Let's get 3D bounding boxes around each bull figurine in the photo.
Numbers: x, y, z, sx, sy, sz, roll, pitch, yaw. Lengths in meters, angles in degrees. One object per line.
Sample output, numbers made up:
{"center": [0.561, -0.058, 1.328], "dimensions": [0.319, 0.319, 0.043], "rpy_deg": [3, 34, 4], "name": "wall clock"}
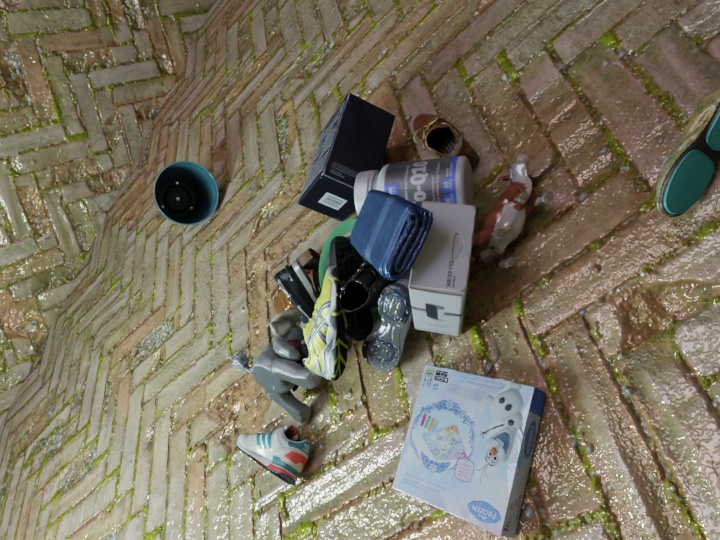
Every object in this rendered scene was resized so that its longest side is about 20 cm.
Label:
{"center": [0.248, -0.094, 0.901], "dimensions": [0.121, 0.065, 0.201], "rpy_deg": [-119, 54, -82], "name": "bull figurine"}

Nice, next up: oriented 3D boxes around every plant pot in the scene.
{"center": [-0.584, -0.241, 1.795], "dimensions": [0.188, 0.199, 0.202], "rpy_deg": [0, 66, 63], "name": "plant pot"}

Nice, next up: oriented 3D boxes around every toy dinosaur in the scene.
{"center": [0.149, -0.162, 1.043], "dimensions": [0.200, 0.088, 0.047], "rpy_deg": [-44, 3, 36], "name": "toy dinosaur"}

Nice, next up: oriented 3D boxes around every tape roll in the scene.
{"center": [0.000, 0.000, 1.080], "dimensions": [0.199, 0.048, 0.202], "rpy_deg": [-2, 87, 44], "name": "tape roll"}

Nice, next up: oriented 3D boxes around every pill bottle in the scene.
{"center": [0.096, -0.139, 0.984], "dimensions": [0.198, 0.114, 0.115], "rpy_deg": [-3, 63, 21], "name": "pill bottle"}

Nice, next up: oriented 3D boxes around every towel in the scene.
{"center": [0.043, -0.058, 0.828], "dimensions": [0.112, 0.048, 0.200], "rpy_deg": [-65, 22, 9], "name": "towel"}

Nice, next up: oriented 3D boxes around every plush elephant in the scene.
{"center": [-0.141, 0.177, 1.110], "dimensions": [0.199, 0.166, 0.155], "rpy_deg": [24, 42, 17], "name": "plush elephant"}

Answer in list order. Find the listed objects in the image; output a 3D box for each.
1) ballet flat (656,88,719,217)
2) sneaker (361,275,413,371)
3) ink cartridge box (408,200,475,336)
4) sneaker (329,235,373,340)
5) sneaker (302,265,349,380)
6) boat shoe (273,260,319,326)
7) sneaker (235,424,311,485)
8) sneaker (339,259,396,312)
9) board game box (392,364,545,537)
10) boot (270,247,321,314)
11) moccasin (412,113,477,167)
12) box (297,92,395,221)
{"center": [0.454, -0.161, 0.747], "dimensions": [0.071, 0.070, 0.201], "rpy_deg": [34, 94, 50], "name": "ballet flat"}
{"center": [0.063, 0.097, 0.968], "dimensions": [0.074, 0.087, 0.201], "rpy_deg": [30, 124, 15], "name": "sneaker"}
{"center": [0.130, 0.003, 0.868], "dimensions": [0.083, 0.200, 0.145], "rpy_deg": [7, 68, 11], "name": "ink cartridge box"}
{"center": [-0.039, 0.036, 1.034], "dimensions": [0.090, 0.076, 0.202], "rpy_deg": [-16, 76, 46], "name": "sneaker"}
{"center": [-0.064, 0.091, 0.956], "dimensions": [0.076, 0.075, 0.202], "rpy_deg": [8, 97, 19], "name": "sneaker"}
{"center": [-0.099, 0.078, 1.088], "dimensions": [0.060, 0.201, 0.076], "rpy_deg": [-30, 4, 2], "name": "boat shoe"}
{"center": [-0.169, 0.350, 1.097], "dimensions": [0.199, 0.070, 0.094], "rpy_deg": [6, 54, 50], "name": "sneaker"}
{"center": [0.041, -0.013, 0.922], "dimensions": [0.074, 0.106, 0.201], "rpy_deg": [32, 107, 14], "name": "sneaker"}
{"center": [0.156, 0.256, 0.816], "dimensions": [0.199, 0.043, 0.201], "rpy_deg": [3, 69, 47], "name": "board game box"}
{"center": [-0.133, 0.057, 1.222], "dimensions": [0.155, 0.073, 0.200], "rpy_deg": [-47, 30, 15], "name": "boot"}
{"center": [0.157, -0.267, 1.104], "dimensions": [0.074, 0.078, 0.202], "rpy_deg": [-43, 42, 19], "name": "moccasin"}
{"center": [-0.032, -0.241, 1.206], "dimensions": [0.200, 0.122, 0.200], "rpy_deg": [-27, 46, 67], "name": "box"}
